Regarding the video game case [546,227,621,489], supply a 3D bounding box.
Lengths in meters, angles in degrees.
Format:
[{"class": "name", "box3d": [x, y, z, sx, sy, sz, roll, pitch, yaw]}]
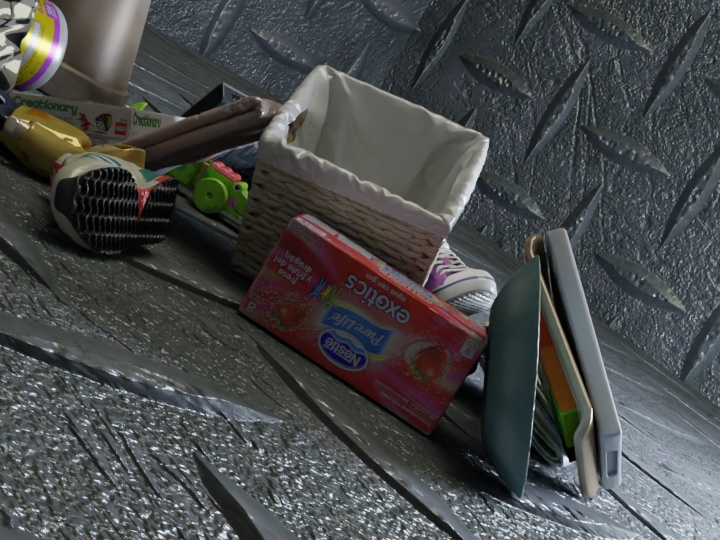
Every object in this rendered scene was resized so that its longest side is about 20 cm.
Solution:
[{"class": "video game case", "box3d": [0.210, 0.087, 1.342, 0.183, 0.022, 0.203, 68, 10, -66]}]

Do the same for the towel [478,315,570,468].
[{"class": "towel", "box3d": [0.186, 0.124, 1.500, 0.172, 0.048, 0.200, 56, 15, 11]}]

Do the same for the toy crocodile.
[{"class": "toy crocodile", "box3d": [-0.186, -0.114, 1.588, 0.199, 0.062, 0.067, 34, 8, 7]}]

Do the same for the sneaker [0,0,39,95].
[{"class": "sneaker", "box3d": [-0.383, -0.242, 1.364, 0.128, 0.080, 0.201, 21, 49, -21]}]

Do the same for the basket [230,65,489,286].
[{"class": "basket", "box3d": [-0.004, -0.067, 1.386, 0.198, 0.162, 0.199, 25, 32, 2]}]

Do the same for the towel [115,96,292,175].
[{"class": "towel", "box3d": [-0.161, -0.125, 1.408, 0.200, 0.188, 0.033, -27, 99, -82]}]

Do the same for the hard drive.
[{"class": "hard drive", "box3d": [-0.133, -0.141, 1.731, 0.199, 0.139, 0.033, 26, 46, -37]}]

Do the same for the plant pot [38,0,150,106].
[{"class": "plant pot", "box3d": [-0.345, -0.308, 1.747, 0.198, 0.175, 0.200, 30, 7, -4]}]

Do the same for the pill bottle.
[{"class": "pill bottle", "box3d": [-0.407, -0.265, 1.481, 0.104, 0.105, 0.199, 37, 9, 34]}]

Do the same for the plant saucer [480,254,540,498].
[{"class": "plant saucer", "box3d": [0.123, 0.087, 1.192, 0.038, 0.204, 0.201, 5, 7, 3]}]

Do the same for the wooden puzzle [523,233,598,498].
[{"class": "wooden puzzle", "box3d": [0.182, 0.093, 1.329, 0.186, 0.037, 0.202, 68, 9, -61]}]

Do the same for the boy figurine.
[{"class": "boy figurine", "box3d": [-0.282, -0.122, 1.254, 0.198, 0.065, 0.124, 29, 5, -2]}]

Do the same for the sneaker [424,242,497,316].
[{"class": "sneaker", "box3d": [0.082, -0.003, 1.531, 0.072, 0.116, 0.200, 2, -11, -23]}]

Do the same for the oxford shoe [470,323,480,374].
[{"class": "oxford shoe", "box3d": [0.072, 0.079, 1.462, 0.070, 0.072, 0.200, 7, -4, 15]}]

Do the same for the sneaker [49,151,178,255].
[{"class": "sneaker", "box3d": [-0.221, -0.059, 1.148, 0.092, 0.071, 0.200, 15, 6, 13]}]

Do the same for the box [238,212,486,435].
[{"class": "box", "box3d": [0.005, 0.043, 1.246, 0.199, 0.095, 0.103, 33, 8, 1]}]

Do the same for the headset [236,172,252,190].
[{"class": "headset", "box3d": [-0.092, -0.089, 1.691, 0.198, 0.095, 0.124, 16, 14, -24]}]

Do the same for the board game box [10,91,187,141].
[{"class": "board game box", "box3d": [-0.263, -0.152, 1.453, 0.124, 0.035, 0.200, 9, 5, 8]}]
